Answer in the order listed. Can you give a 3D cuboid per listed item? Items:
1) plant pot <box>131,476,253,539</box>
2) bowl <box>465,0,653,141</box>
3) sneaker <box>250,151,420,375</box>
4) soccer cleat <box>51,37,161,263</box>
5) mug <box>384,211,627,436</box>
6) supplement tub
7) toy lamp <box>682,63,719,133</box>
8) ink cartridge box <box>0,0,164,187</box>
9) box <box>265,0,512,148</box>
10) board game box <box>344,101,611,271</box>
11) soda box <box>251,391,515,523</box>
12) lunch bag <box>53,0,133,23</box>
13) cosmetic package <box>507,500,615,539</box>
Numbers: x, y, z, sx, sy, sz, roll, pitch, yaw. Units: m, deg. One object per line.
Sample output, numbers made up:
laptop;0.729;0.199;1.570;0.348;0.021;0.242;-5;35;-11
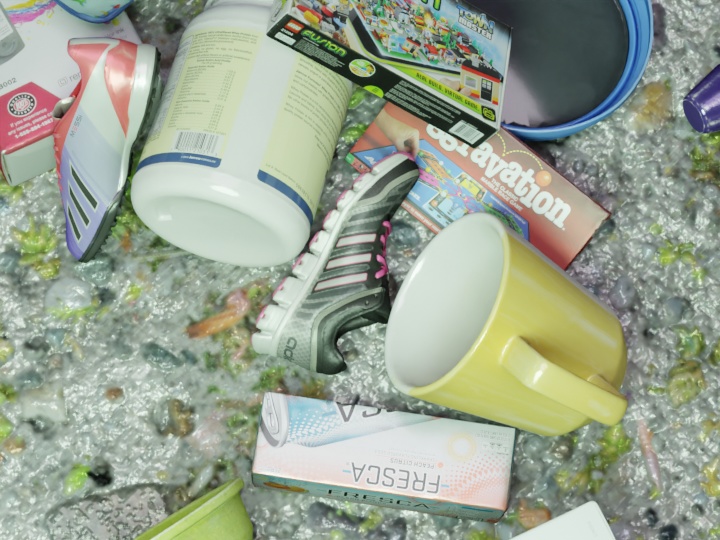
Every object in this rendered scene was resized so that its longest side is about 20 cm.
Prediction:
plant pot;-0.122;0.280;1.424;0.200;0.200;0.184;-32;88;-11
bowl;0.145;-0.202;1.647;0.200;0.039;0.201;1;73;-2
sneaker;0.000;0.000;1.562;0.087;0.074;0.200;33;80;7
soccer cleat;-0.212;-0.095;1.532;0.073;0.200;0.068;13;35;-12
mug;0.122;0.068;1.495;0.153;0.149;0.187;28;38;-27
supplement tub;-0.088;-0.119;1.552;0.145;0.145;0.200;16;68;2
toy lamp;0.360;-0.175;1.639;0.200;0.058;0.058;-30;77;-10
ink cartridge box;-0.267;-0.192;1.602;0.148;0.086;0.200;-27;77;-10
box;0.026;-0.187;1.539;0.200;0.035;0.110;26;53;-23
board game box;0.094;-0.069;1.594;0.200;0.019;0.103;39;99;9
soda box;0.018;0.146;1.523;0.200;0.064;0.068;8;73;-1
lunch bag;-0.203;-0.311;1.558;0.161;0.082;0.200;37;74;7
cosmetic package;0.095;0.276;1.415;0.199;0.200;0.123;-23;73;-9
